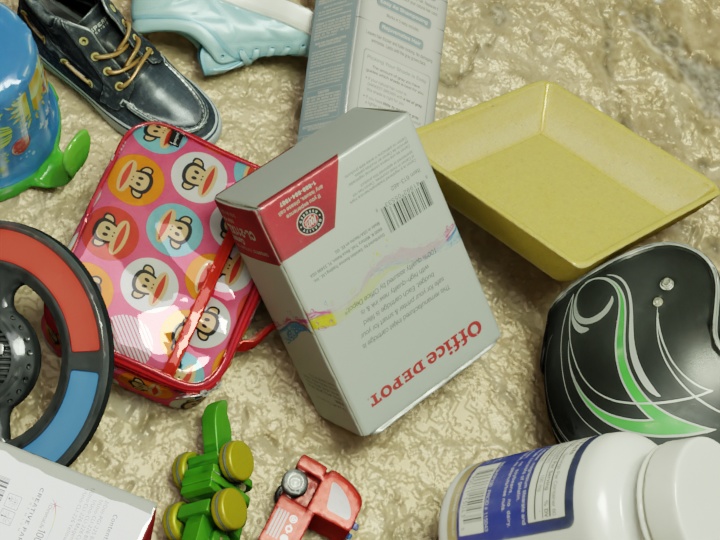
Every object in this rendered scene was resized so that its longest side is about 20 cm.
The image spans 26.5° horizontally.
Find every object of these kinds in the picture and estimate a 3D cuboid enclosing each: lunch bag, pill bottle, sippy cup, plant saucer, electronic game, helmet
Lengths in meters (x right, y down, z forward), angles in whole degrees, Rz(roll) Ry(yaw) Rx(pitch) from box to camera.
[{"bbox_3d":[-0.138,0.002,1.190,0.174,0.082,0.202,24,68,-4],"label":"lunch bag"},{"bbox_3d":[0.162,0.177,1.060,0.119,0.199,0.121,18,64,-41],"label":"pill bottle"},{"bbox_3d":[-0.299,-0.140,1.185,0.175,0.131,0.142,0,68,-12],"label":"sippy cup"},{"bbox_3d":[0.158,-0.068,1.243,0.199,0.049,0.199,-24,50,-39],"label":"plant saucer"},{"bbox_3d":[-0.270,0.064,1.111,0.197,0.042,0.203,-1,86,17],"label":"electronic game"},{"bbox_3d":[0.241,0.095,1.162,0.197,0.201,0.193,-10,65,-15],"label":"helmet"}]

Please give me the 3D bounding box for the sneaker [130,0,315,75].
[{"bbox_3d":[-0.101,-0.198,1.294,0.198,0.074,0.083,19,95,-9],"label":"sneaker"}]

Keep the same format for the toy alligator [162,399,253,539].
[{"bbox_3d":[-0.108,0.192,1.121,0.054,0.059,0.202,41,42,-40],"label":"toy alligator"}]

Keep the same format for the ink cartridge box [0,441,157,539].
[{"bbox_3d":[-0.194,0.204,1.024,0.174,0.200,0.085,22,64,-1],"label":"ink cartridge box"}]

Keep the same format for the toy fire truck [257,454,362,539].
[{"bbox_3d":[-0.031,0.252,1.121,0.140,0.049,0.201,29,64,1],"label":"toy fire truck"}]

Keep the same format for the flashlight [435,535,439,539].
[{"bbox_3d":[0.030,0.233,1.093,0.198,0.068,0.068,4,27,-42],"label":"flashlight"}]

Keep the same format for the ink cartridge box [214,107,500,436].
[{"bbox_3d":[0.000,0.000,1.162,0.145,0.083,0.202,-33,113,-22],"label":"ink cartridge box"}]

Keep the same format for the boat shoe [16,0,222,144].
[{"bbox_3d":[-0.198,-0.171,1.238,0.199,0.091,0.071,33,68,4],"label":"boat shoe"}]

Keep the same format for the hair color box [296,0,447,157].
[{"bbox_3d":[0.012,-0.175,1.257,0.098,0.060,0.203,17,76,-40],"label":"hair color box"}]
